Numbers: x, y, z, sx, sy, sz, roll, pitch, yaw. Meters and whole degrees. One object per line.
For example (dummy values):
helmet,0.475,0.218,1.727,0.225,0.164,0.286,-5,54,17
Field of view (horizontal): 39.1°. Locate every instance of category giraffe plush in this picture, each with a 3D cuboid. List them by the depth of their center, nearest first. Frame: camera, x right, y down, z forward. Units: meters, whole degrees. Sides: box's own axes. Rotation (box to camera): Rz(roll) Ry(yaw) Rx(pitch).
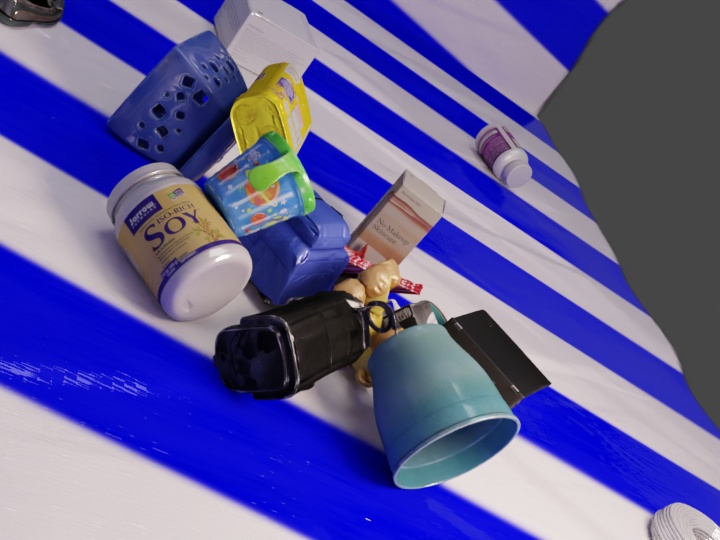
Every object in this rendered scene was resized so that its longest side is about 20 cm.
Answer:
giraffe plush,0.007,0.098,1.615,0.172,0.200,0.163,-28,85,-35

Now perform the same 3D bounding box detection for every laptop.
laptop,0.203,0.182,1.784,0.187,0.200,0.116,48,-7,19

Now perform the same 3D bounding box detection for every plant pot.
plant pot,0.105,0.188,1.495,0.200,0.200,0.189,11,45,-47
plant pot,-0.289,-0.278,1.774,0.180,0.200,0.200,44,23,-8

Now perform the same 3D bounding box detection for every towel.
towel,0.000,0.000,1.815,0.199,0.023,0.144,25,-13,-31

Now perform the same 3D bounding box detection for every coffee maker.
coffee maker,-0.080,0.094,1.436,0.135,0.192,0.200,60,29,5

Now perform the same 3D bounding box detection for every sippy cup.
sippy cup,-0.156,-0.118,1.504,0.140,0.130,0.178,49,-19,34

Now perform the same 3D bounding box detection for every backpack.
backpack,-0.126,-0.062,1.671,0.200,0.168,0.162,43,18,24

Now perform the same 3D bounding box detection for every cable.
cable,0.622,0.516,1.868,0.199,0.069,0.200,33,25,-15

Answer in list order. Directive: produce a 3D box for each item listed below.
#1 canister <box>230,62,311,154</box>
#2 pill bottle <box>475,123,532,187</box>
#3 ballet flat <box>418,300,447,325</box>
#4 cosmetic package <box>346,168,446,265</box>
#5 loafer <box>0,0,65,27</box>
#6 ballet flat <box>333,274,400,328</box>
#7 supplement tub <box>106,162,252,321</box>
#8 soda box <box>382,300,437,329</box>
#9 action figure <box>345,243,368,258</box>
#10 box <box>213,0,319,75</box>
canister,-0.145,-0.256,1.718,0.200,0.086,0.149,-73,153,-61
pill bottle,0.425,-0.335,2.991,0.112,0.112,0.200,19,31,-38
ballet flat,0.159,0.144,1.860,0.200,0.068,0.072,55,8,30
cosmetic package,0.060,-0.077,1.915,0.103,0.200,0.087,36,24,-9
loafer,-0.590,-0.488,1.851,0.072,0.063,0.200,39,24,-2
ballet flat,0.030,0.063,1.794,0.200,0.068,0.068,50,24,22
supplement tub,-0.263,-0.043,1.461,0.200,0.146,0.145,51,26,23
soda box,0.111,0.155,1.685,0.071,0.063,0.201,-6,71,-57
action figure,-0.083,-0.069,1.855,0.199,0.052,0.066,21,28,-3
box,-0.227,-0.563,2.419,0.199,0.131,0.199,24,29,-31
